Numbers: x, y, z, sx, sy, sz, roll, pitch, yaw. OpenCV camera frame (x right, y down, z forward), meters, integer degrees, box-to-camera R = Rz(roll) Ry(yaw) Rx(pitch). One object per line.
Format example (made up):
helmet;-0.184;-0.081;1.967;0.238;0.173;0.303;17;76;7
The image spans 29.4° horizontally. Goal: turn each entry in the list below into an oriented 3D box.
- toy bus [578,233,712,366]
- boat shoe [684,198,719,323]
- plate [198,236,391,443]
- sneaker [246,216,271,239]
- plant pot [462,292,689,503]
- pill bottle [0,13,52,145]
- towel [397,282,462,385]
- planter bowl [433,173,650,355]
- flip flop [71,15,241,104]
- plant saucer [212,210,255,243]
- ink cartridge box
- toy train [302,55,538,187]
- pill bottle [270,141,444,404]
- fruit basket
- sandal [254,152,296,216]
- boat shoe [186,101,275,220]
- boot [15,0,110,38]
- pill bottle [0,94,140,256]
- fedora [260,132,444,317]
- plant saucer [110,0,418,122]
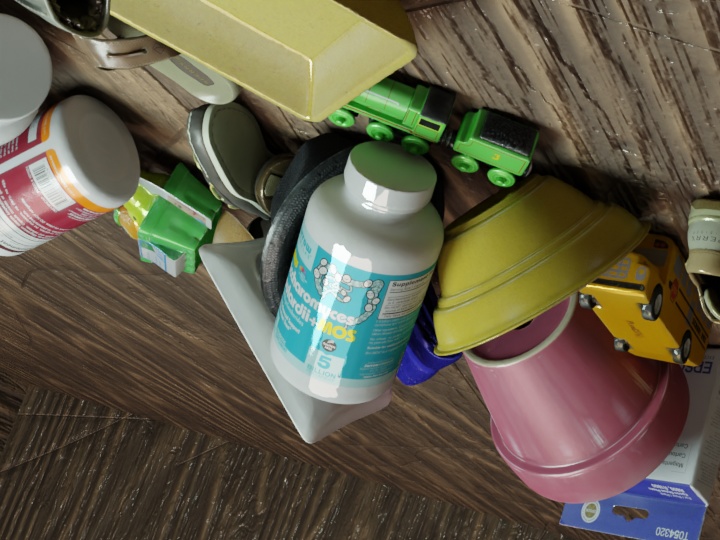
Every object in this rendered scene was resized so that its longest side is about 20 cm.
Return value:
toy bus;0.251;0.026;1.188;0.065;0.079;0.200;11;163;31
boat shoe;0.300;0.011;1.098;0.074;0.067;0.200;9;161;36
plate;-0.048;0.049;1.271;0.032;0.200;0.200;-32;173;22
sneaker;-0.043;0.000;1.425;0.200;0.076;0.088;45;150;20
plant pot;0.193;0.095;1.330;0.200;0.200;0.179;3;142;46
pill bottle;-0.348;-0.162;1.205;0.119;0.120;0.200;28;163;-28
towel;0.040;0.044;1.421;0.049;0.148;0.200;-22;172;-13
planter bowl;0.124;-0.020;1.095;0.084;0.200;0.200;59;157;-5
flip flop;-0.176;-0.174;1.065;0.081;0.058;0.200;3;158;46
plant saucer;-0.101;0.033;1.407;0.200;0.035;0.200;54;168;16
ink cartridge box;0.291;0.177;1.434;0.043;0.201;0.196;29;162;-32
toy train;0.040;-0.117;1.033;0.199;0.042;0.056;21;155;-3
pill bottle;0.000;0.000;1.088;0.110;0.111;0.201;19;123;3
fruit basket;-0.247;-0.073;1.446;0.199;0.094;0.185;24;165;-2
sandal;-0.044;-0.055;1.286;0.055;0.082;0.200;33;180;38
boat shoe;-0.116;-0.096;1.234;0.060;0.072;0.201;9;165;21
boot;-0.249;-0.212;0.938;0.199;0.073;0.182;24;167;18
pill bottle;-0.321;-0.082;1.325;0.199;0.113;0.113;-21;145;27
fedora;-0.022;-0.046;1.190;0.092;0.201;0.201;50;-173;39
plant saucer;-0.074;-0.184;0.909;0.199;0.049;0.200;28;163;-16
